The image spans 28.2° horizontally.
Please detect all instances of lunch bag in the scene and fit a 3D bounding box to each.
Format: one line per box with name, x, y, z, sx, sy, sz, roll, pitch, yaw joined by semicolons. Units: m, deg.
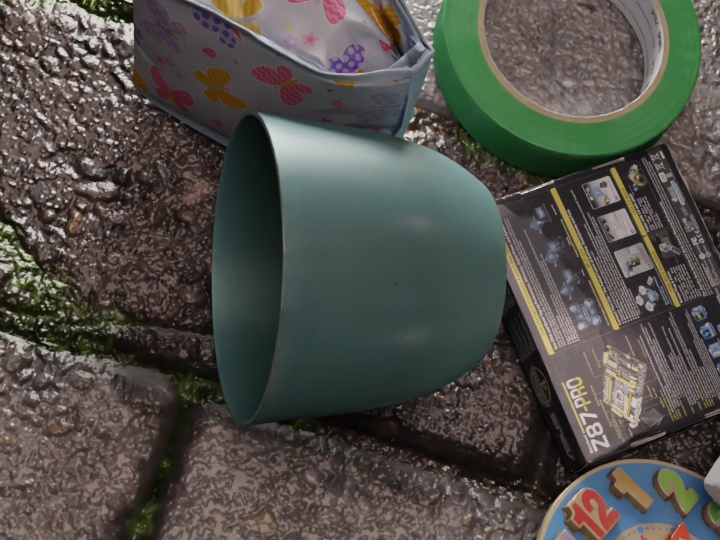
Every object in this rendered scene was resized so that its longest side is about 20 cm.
lunch bag;-0.049;-0.155;0.989;0.199;0.170;0.127;31;67;6

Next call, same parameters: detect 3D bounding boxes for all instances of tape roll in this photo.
tape roll;0.156;-0.171;1.087;0.199;0.048;0.201;2;72;-7

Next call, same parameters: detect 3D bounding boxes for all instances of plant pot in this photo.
plant pot;0.000;0.000;0.939;0.160;0.201;0.202;1;71;-18

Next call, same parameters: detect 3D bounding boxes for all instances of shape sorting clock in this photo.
shape sorting clock;0.206;0.218;0.948;0.199;0.039;0.201;9;55;-14

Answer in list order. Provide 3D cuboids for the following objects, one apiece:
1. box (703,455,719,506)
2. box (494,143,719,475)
box;0.377;0.125;0.925;0.171;0.199;0.200;44;72;-12
box;0.186;0.025;1.027;0.161;0.049;0.201;-19;76;-16
